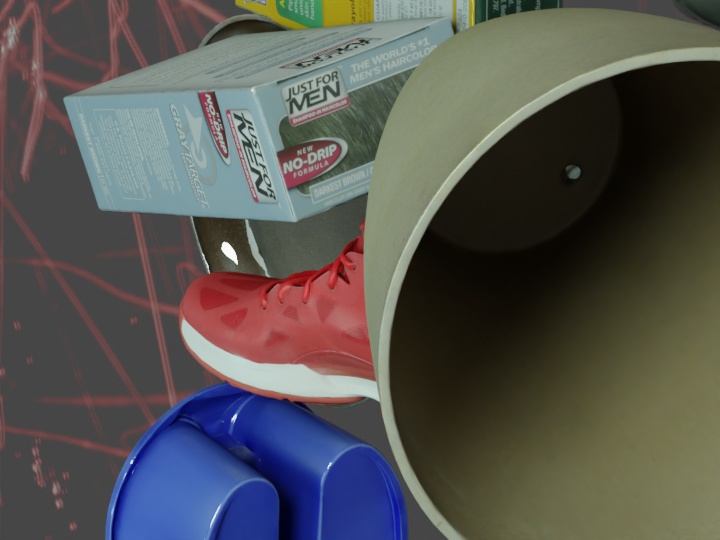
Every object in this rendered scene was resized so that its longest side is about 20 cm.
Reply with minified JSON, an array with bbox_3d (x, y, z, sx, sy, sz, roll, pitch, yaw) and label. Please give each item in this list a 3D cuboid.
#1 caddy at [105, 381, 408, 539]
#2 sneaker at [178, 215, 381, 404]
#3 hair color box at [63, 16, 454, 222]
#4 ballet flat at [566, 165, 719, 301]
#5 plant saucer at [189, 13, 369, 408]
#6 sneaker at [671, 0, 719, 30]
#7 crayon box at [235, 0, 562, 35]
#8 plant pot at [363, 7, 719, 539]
[{"bbox_3d":[-0.056,0.157,1.214,0.105,0.141,0.201,19,117,51],"label":"caddy"},{"bbox_3d":[0.000,0.000,1.068,0.199,0.078,0.116,13,122,30],"label":"sneaker"},{"bbox_3d":[-0.043,-0.066,1.058,0.200,0.099,0.061,4,114,61],"label":"hair color box"},{"bbox_3d":[0.101,-0.021,0.964,0.200,0.063,0.069,18,118,56],"label":"ballet flat"},{"bbox_3d":[-0.025,-0.032,1.188,0.200,0.032,0.201,32,132,45],"label":"plant saucer"},{"bbox_3d":[0.174,-0.058,0.822,0.200,0.071,0.100,18,111,51],"label":"sneaker"},{"bbox_3d":[0.013,-0.161,1.069,0.200,0.051,0.126,28,124,51],"label":"crayon box"},{"bbox_3d":[0.075,-0.016,0.823,0.200,0.187,0.188,-120,29,-64],"label":"plant pot"}]
